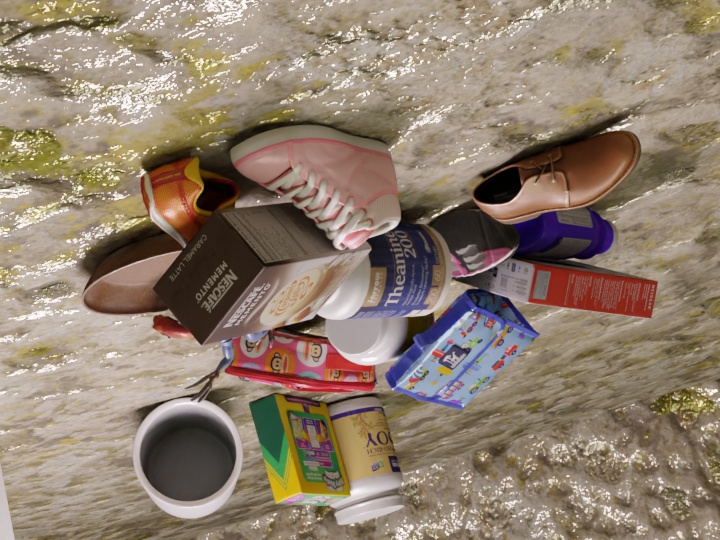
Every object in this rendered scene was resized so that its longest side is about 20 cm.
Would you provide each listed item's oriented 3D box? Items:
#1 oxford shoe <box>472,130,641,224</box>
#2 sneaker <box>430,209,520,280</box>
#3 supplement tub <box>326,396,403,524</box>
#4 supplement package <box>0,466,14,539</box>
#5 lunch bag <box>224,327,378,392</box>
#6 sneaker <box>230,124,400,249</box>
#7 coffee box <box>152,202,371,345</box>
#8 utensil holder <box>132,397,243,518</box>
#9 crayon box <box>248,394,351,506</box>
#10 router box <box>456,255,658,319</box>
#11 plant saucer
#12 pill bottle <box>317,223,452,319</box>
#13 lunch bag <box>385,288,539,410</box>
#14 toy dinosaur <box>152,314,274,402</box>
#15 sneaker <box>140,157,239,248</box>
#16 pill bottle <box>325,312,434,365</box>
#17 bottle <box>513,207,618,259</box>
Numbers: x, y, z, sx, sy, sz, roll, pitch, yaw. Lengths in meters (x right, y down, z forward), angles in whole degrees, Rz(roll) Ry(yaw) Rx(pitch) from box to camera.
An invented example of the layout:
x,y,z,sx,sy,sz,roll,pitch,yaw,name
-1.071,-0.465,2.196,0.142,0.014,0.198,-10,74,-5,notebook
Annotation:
x,y,z,sx,sy,sz,roll,pitch,yaw,name
0.214,-0.104,1.631,0.200,0.072,0.071,-24,157,29,oxford shoe
0.115,-0.026,1.803,0.200,0.081,0.086,-13,174,39,sneaker
-0.007,0.340,2.635,0.145,0.201,0.145,-15,165,-4,supplement tub
-0.629,0.417,2.317,0.155,0.201,0.111,-9,162,-19,supplement package
-0.065,0.120,1.975,0.176,0.082,0.200,5,177,31,lunch bag
-0.034,-0.077,1.426,0.075,0.105,0.200,-27,159,39,sneaker
-0.094,-0.002,1.465,0.114,0.080,0.200,-50,161,26,coffee box
-0.270,0.304,2.343,0.169,0.170,0.200,-13,166,-8,utensil holder
-0.100,0.306,2.490,0.058,0.173,0.200,-22,162,19,crayon box
0.239,0.013,1.841,0.179,0.049,0.200,7,-175,-25,router box
-0.212,-0.002,1.624,0.200,0.037,0.200,-15,164,-5,plant saucer
0.000,0.000,1.691,0.200,0.111,0.111,-1,158,-41,pill bottle
0.115,0.091,1.872,0.151,0.094,0.200,-45,156,15,lunch bag
-0.168,0.050,1.761,0.200,0.105,0.181,-52,164,2,toy dinosaur
-0.145,-0.053,1.449,0.077,0.073,0.200,-15,164,11,sneaker
0.022,0.067,1.890,0.104,0.105,0.200,-21,174,17,pill bottle
0.253,-0.049,1.846,0.083,0.065,0.200,-20,165,38,bottle
